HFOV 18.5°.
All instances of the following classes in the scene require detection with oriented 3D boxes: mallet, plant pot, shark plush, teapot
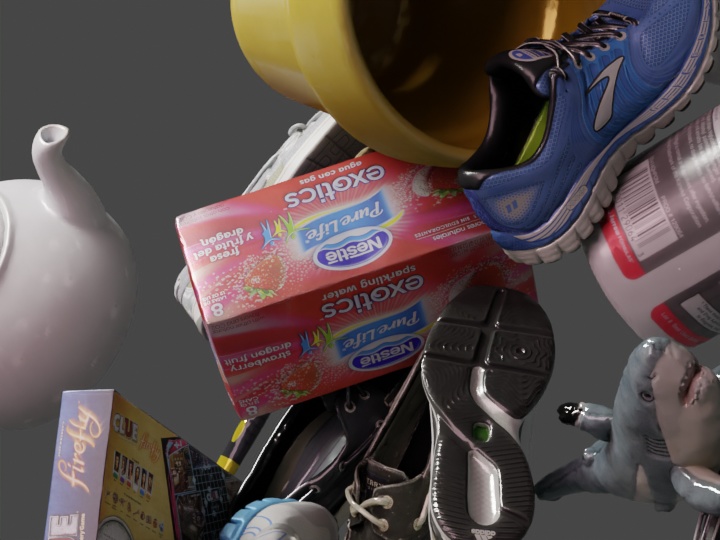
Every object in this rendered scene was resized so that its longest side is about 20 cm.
[{"bbox_3d":[-0.082,0.133,1.440,0.066,0.041,0.200,27,80,47],"label":"mallet"},{"bbox_3d":[0.023,-0.161,1.305,0.189,0.201,0.201,5,68,57],"label":"plant pot"},{"bbox_3d":[0.148,0.082,1.201,0.091,0.083,0.200,-69,12,-15],"label":"shark plush"},{"bbox_3d":[-0.272,0.013,1.600,0.197,0.146,0.200,-5,63,40],"label":"teapot"}]

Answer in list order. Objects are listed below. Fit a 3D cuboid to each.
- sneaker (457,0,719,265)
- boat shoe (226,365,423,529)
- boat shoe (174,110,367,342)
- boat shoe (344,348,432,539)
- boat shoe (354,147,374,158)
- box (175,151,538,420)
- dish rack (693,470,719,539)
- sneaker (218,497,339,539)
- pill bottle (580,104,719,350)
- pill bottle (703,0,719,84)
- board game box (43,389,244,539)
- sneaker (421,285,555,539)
[{"bbox_3d":[0.123,-0.104,1.214,0.079,0.089,0.200,13,66,55],"label":"sneaker"},{"bbox_3d":[-0.017,0.093,1.381,0.199,0.066,0.074,-52,41,2],"label":"boat shoe"},{"bbox_3d":[-0.053,-0.043,1.495,0.202,0.074,0.065,-54,46,11],"label":"boat shoe"},{"bbox_3d":[0.020,0.135,1.322,0.071,0.064,0.200,12,74,45],"label":"boat shoe"},{"bbox_3d":[0.016,-0.054,1.438,0.200,0.072,0.072,-50,43,5],"label":"boat shoe"},{"bbox_3d":[0.000,0.000,1.342,0.200,0.100,0.096,-18,49,-3],"label":"box"},{"bbox_3d":[0.264,0.127,1.120,0.200,0.055,0.154,4,66,45],"label":"dish rack"},{"bbox_3d":[-0.053,0.183,1.267,0.087,0.200,0.075,-11,100,31],"label":"sneaker"},{"bbox_3d":[0.227,-0.045,1.217,0.200,0.111,0.111,-32,47,23],"label":"pill bottle"},{"bbox_3d":[0.169,-0.190,1.359,0.200,0.112,0.112,29,85,47],"label":"pill bottle"},{"bbox_3d":[-0.125,0.164,1.303,0.035,0.200,0.136,-3,68,19],"label":"board game box"},{"bbox_3d":[0.064,0.109,1.271,0.076,0.115,0.201,9,47,0],"label":"sneaker"}]
